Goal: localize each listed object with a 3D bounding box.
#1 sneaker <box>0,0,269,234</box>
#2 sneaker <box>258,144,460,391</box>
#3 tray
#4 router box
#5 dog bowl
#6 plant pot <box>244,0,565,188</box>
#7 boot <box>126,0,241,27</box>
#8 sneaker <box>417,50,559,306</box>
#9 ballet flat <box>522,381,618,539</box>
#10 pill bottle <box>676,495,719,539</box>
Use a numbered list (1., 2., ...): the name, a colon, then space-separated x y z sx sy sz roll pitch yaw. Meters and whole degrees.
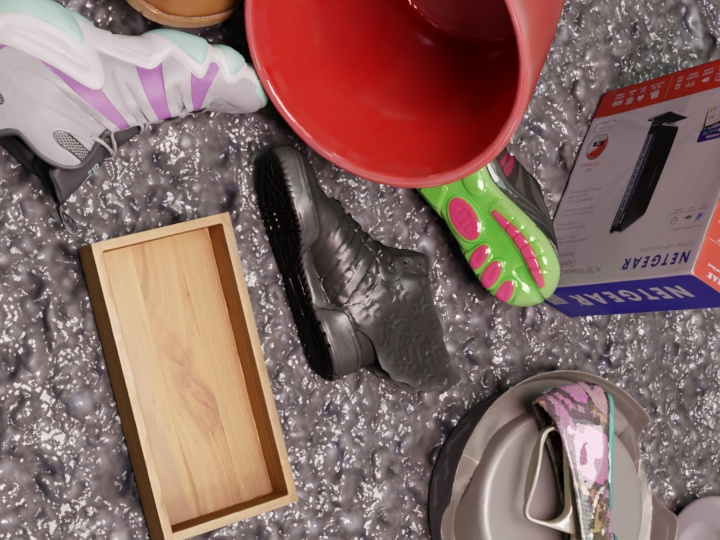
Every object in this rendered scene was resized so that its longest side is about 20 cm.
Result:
1. sneaker: -0.163 -0.089 0.969 0.199 0.078 0.141 11 82 -16
2. sneaker: 0.001 0.000 1.049 0.104 0.060 0.201 -19 99 -26
3. tray: -0.114 0.070 0.996 0.098 0.037 0.201 -15 93 -27
4. router box: 0.223 -0.059 1.084 0.049 0.200 0.180 30 73 -22
5. dog bowl: 0.139 0.175 1.100 0.199 0.059 0.201 2 85 -26
6. plant pot: 0.049 -0.183 0.987 0.201 0.200 0.177 54 40 -12
7. boot: -0.059 -0.244 0.964 0.200 0.155 0.077 -28 76 -37
8. sneaker: 0.086 -0.065 1.096 0.201 0.076 0.084 66 19 5
9. ballet flat: 0.149 0.179 1.043 0.071 0.069 0.201 -5 83 -9
10. pill bottle: 0.345 0.242 1.169 0.199 0.111 0.112 12 80 -26
